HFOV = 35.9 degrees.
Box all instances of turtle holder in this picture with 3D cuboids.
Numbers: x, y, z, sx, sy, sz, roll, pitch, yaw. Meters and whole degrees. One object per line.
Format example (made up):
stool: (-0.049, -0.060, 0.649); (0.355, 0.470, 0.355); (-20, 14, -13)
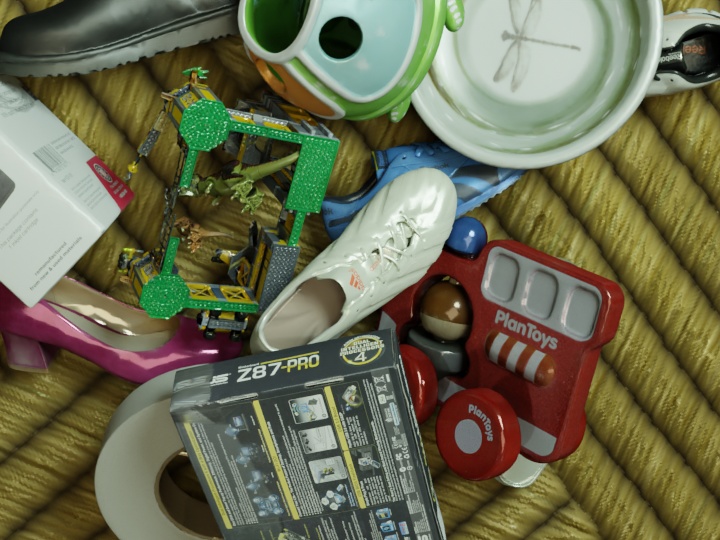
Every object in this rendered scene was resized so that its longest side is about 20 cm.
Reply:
turtle holder: (-0.006, -0.195, 0.788); (0.185, 0.131, 0.142); (-40, 69, 32)

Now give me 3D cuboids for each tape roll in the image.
tape roll: (-0.104, 0.161, 0.861); (0.201, 0.037, 0.204); (-1, 124, -1)

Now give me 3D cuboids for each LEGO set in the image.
LEGO set: (-0.108, -0.060, 0.845); (0.152, 0.116, 0.202); (-2, 116, -25)

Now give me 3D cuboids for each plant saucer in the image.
plant saucer: (0.128, -0.176, 0.843); (0.198, 0.050, 0.202); (0, 91, 17)

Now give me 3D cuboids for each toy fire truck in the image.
toy fire truck: (0.097, 0.053, 0.849); (0.112, 0.199, 0.169); (-2, 112, -46)

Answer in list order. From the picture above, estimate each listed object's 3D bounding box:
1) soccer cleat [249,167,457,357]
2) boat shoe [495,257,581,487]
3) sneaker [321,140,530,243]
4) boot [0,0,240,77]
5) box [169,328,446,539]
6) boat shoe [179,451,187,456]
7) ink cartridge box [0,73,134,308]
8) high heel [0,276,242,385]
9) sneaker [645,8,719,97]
soccer cleat: (0.000, 0.000, 0.814); (0.200, 0.078, 0.069); (-44, 86, -8)
boat shoe: (0.148, 0.092, 0.923); (0.074, 0.068, 0.202); (8, 101, -9)
sneaker: (0.060, -0.078, 0.886); (0.199, 0.066, 0.079); (-31, 99, 2)
boot: (-0.184, -0.238, 0.825); (0.209, 0.079, 0.159); (-17, 109, -12)
box: (-0.031, 0.146, 0.802); (0.160, 0.049, 0.201); (-13, 123, 5)
boat shoe: (-0.074, 0.122, 0.908); (0.198, 0.074, 0.076); (-5, 101, -4)
ink cartridge box: (-0.274, -0.085, 0.815); (0.083, 0.145, 0.200); (-44, 101, 9)
high heel: (-0.194, 0.033, 0.880); (0.198, 0.068, 0.097); (4, 122, 7)
sneaker: (0.210, -0.168, 0.874); (0.198, 0.080, 0.074); (-13, 104, 0)
